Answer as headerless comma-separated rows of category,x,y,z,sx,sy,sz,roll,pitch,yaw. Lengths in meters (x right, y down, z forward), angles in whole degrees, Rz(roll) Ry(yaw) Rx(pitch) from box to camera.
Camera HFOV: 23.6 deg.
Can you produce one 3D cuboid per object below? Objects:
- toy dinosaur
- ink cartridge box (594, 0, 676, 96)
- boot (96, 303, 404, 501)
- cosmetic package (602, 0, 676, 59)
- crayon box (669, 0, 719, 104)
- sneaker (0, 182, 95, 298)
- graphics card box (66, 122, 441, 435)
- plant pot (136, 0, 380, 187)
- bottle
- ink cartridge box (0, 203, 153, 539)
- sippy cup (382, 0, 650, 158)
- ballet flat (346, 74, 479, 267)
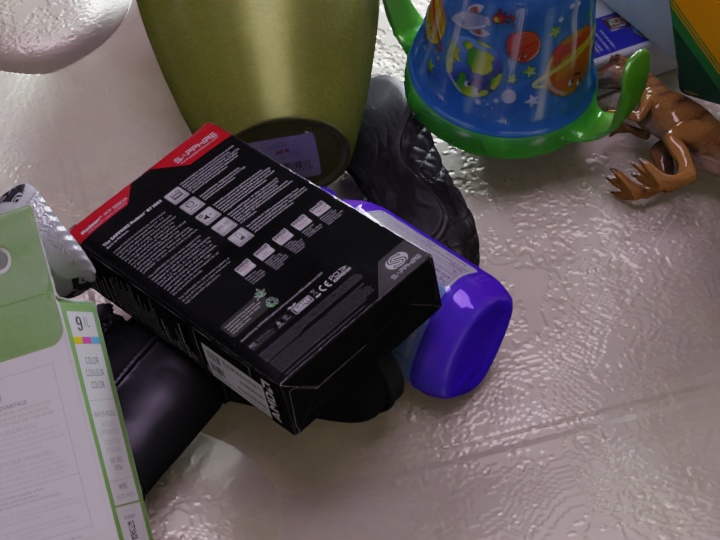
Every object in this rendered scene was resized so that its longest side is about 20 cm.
toy dinosaur,0.227,-0.084,1.166,0.200,0.061,0.106,40,69,22
ink cartridge box,0.159,-0.172,1.269,0.199,0.039,0.100,-19,50,-16
boot,-0.095,0.077,1.033,0.198,0.074,0.162,24,51,30
cosmetic package,0.230,-0.254,1.284,0.150,0.052,0.200,-25,51,-22
crayon box,0.301,-0.144,1.102,0.199,0.119,0.058,20,66,25
sneaker,-0.232,0.014,1.041,0.115,0.200,0.075,-39,98,-19
graphics card box,-0.065,-0.001,1.021,0.200,0.051,0.125,30,59,36
plant pot,-0.063,-0.156,1.186,0.186,0.187,0.201,-8,58,-4
bottle,0.000,0.000,1.089,0.200,0.084,0.065,34,25,28
ink cartridge box,-0.193,0.075,0.960,0.103,0.059,0.201,-16,85,11
sippy cup,0.100,-0.167,1.147,0.177,0.131,0.140,3,49,-2
ballet flat,0.029,-0.065,1.182,0.066,0.057,0.200,-31,43,11
